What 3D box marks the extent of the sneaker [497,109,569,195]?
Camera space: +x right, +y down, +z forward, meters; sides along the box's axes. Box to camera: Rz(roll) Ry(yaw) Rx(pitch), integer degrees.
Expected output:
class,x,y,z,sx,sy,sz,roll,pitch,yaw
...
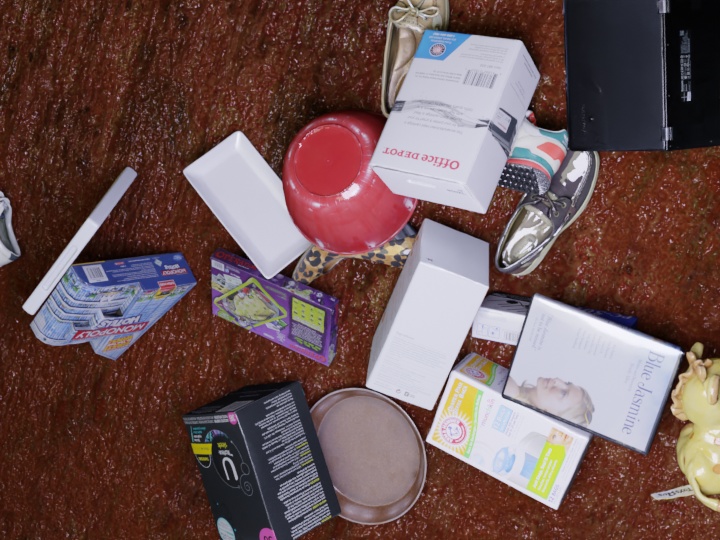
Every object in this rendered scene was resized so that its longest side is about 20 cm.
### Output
class,x,y,z,sx,sy,sz,roll,pitch,yaw
sneaker,0.182,-0.166,1.579,0.198,0.071,0.094,21,66,39

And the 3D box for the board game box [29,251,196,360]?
class,x,y,z,sx,sy,sz,roll,pitch,yaw
board game box,-0.374,0.063,1.803,0.200,0.198,0.062,-48,64,37

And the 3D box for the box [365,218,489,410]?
class,x,y,z,sx,sy,sz,roll,pitch,yaw
box,0.088,0.057,1.602,0.096,0.125,0.202,20,118,-5

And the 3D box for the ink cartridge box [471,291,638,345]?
class,x,y,z,sx,sy,sz,roll,pitch,yaw
ink cartridge box,0.252,0.073,1.580,0.197,0.094,0.045,11,105,21

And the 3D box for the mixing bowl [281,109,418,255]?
class,x,y,z,sx,sy,sz,roll,pitch,yaw
mixing bowl,-0.026,-0.131,1.610,0.197,0.108,0.204,-4,77,16

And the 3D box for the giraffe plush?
class,x,y,z,sx,sy,sz,roll,pitch,yaw
giraffe plush,0.432,0.175,1.457,0.172,0.197,0.165,-156,56,-63

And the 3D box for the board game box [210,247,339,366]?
class,x,y,z,sx,sy,sz,roll,pitch,yaw
board game box,-0.124,0.052,1.740,0.198,0.032,0.121,23,134,16

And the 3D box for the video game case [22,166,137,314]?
class,x,y,z,sx,sy,sz,roll,pitch,yaw
video game case,-0.406,-0.047,1.774,0.023,0.201,0.182,37,114,-11

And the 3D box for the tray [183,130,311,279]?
class,x,y,z,sx,sy,sz,roll,pitch,yaw
tray,-0.152,-0.092,1.727,0.107,0.022,0.201,-37,81,-15

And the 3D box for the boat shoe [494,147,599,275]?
class,x,y,z,sx,sy,sz,roll,pitch,yaw
boat shoe,0.239,-0.075,1.569,0.073,0.065,0.202,33,110,16

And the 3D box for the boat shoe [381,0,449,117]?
class,x,y,z,sx,sy,sz,roll,pitch,yaw
boat shoe,0.068,-0.297,1.596,0.072,0.063,0.203,13,105,20

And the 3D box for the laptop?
class,x,y,z,sx,sy,sz,roll,pitch,yaw
laptop,0.364,-0.246,1.489,0.197,0.116,0.191,-7,101,-18

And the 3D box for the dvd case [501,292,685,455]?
class,x,y,z,sx,sy,sz,roll,pitch,yaw
dvd case,0.285,0.128,1.515,0.197,0.018,0.145,21,107,16

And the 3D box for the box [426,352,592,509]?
class,x,y,z,sx,sy,sz,roll,pitch,yaw
box,0.203,0.210,1.624,0.198,0.101,0.114,26,109,15

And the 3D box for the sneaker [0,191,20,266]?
class,x,y,z,sx,sy,sz,roll,pitch,yaw
sneaker,-0.584,-0.105,1.911,0.070,0.073,0.203,-13,105,15

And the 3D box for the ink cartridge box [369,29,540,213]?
class,x,y,z,sx,sy,sz,roll,pitch,yaw
ink cartridge box,0.118,-0.187,1.523,0.143,0.084,0.202,14,74,33

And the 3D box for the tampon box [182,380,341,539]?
class,x,y,z,sx,sy,sz,roll,pitch,yaw
tampon box,-0.142,0.277,1.741,0.149,0.125,0.203,-12,97,50

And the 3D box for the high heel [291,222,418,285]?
class,x,y,z,sx,sy,sz,roll,pitch,yaw
high heel,0.000,0.000,1.684,0.200,0.071,0.143,-43,85,21

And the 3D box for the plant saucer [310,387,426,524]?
class,x,y,z,sx,sy,sz,roll,pitch,yaw
plant saucer,0.007,0.263,1.754,0.197,0.034,0.204,5,102,23
